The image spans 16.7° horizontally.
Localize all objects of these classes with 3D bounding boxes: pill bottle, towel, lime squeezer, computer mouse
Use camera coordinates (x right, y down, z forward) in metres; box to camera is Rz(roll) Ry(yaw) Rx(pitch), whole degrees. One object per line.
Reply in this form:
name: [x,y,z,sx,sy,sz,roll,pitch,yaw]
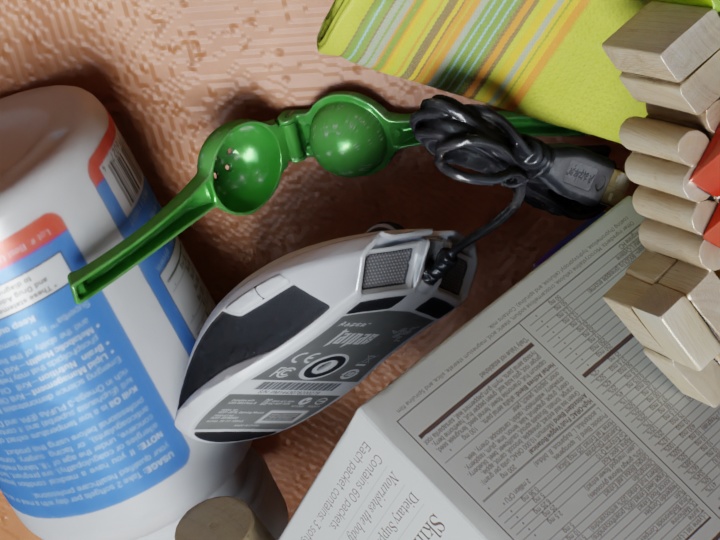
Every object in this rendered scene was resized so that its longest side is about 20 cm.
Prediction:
pill bottle: [-0.107,0.038,0.966,0.112,0.112,0.201,-14,119,25]
towel: [0.090,-0.077,0.817,0.199,0.018,0.086,15,138,-19]
lime squeezer: [-0.018,-0.042,0.914,0.199,0.071,0.038,-18,105,-6]
computer mouse: [0.000,0.000,0.883,0.200,0.109,0.044,-36,66,32]

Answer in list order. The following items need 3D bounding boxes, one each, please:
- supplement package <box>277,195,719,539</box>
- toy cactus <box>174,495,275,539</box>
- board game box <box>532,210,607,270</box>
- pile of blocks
supplement package: [0.091,0.117,0.842,0.200,0.150,0.152,45,143,12]
toy cactus: [-0.034,0.147,0.951,0.199,0.102,0.166,-31,132,-14]
board game box: [0.140,0.088,0.931,0.134,0.045,0.201,20,133,37]
pile of blocks: [0.120,-0.055,0.760,0.082,0.062,0.201,-8,101,-17]
